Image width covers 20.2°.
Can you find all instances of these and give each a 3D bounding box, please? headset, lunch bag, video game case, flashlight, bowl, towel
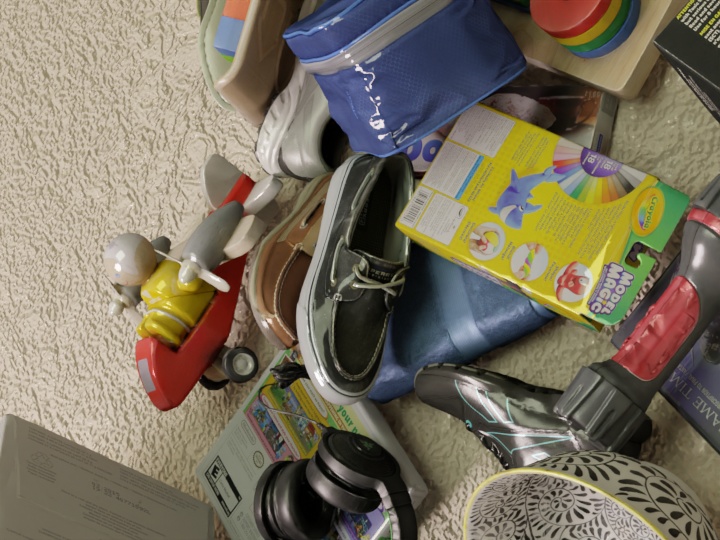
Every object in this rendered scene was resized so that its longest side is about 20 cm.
[{"bbox_3d":[-0.020,0.161,1.541,0.123,0.094,0.200,-33,73,33],"label":"headset"},{"bbox_3d":[0.025,-0.177,1.535,0.136,0.133,0.200,-33,11,-8],"label":"lunch bag"},{"bbox_3d":[-0.044,0.168,1.616,0.182,0.022,0.200,-55,47,24],"label":"video game case"},{"bbox_3d":[0.209,0.030,1.375,0.068,0.068,0.200,39,87,6],"label":"flashlight"},{"bbox_3d":[0.177,0.190,1.356,0.200,0.201,0.094,7,36,43],"label":"bowl"},{"bbox_3d":[0.076,0.021,1.560,0.200,0.048,0.112,-29,58,30],"label":"towel"},{"bbox_3d":[0.278,0.016,1.403,0.200,0.019,0.143,-54,48,15],"label":"video game case"}]

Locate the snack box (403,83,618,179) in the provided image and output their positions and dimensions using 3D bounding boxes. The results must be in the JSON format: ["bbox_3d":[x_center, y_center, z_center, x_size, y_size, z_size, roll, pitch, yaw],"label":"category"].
[{"bbox_3d":[0.110,-0.108,1.590,0.200,0.024,0.072,3,75,42],"label":"snack box"}]

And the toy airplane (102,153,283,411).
[{"bbox_3d":[-0.146,-0.008,1.701,0.200,0.141,0.199,-60,25,27],"label":"toy airplane"}]

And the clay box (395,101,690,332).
[{"bbox_3d":[0.137,-0.037,1.469,0.200,0.048,0.115,28,83,32],"label":"clay box"}]

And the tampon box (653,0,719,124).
[{"bbox_3d":[0.320,-0.113,1.308,0.126,0.150,0.200,-47,49,3],"label":"tampon box"}]

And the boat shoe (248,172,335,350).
[{"bbox_3d":[-0.028,-0.019,1.598,0.072,0.076,0.200,-22,31,36],"label":"boat shoe"}]

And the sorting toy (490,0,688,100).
[{"bbox_3d":[0.169,-0.257,1.544,0.199,0.070,0.200,28,89,45],"label":"sorting toy"}]

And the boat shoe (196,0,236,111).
[{"bbox_3d":[-0.111,-0.235,1.810,0.071,0.061,0.202,-1,80,-5],"label":"boat shoe"}]

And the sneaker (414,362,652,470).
[{"bbox_3d":[0.114,0.117,1.470,0.200,0.075,0.080,14,90,40],"label":"sneaker"}]

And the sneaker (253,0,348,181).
[{"bbox_3d":[-0.019,-0.168,1.704,0.079,0.074,0.201,18,92,32],"label":"sneaker"}]

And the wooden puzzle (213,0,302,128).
[{"bbox_3d":[-0.073,-0.230,1.694,0.046,0.185,0.201,20,86,11],"label":"wooden puzzle"}]

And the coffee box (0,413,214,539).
[{"bbox_3d":[-0.245,0.274,1.594,0.198,0.199,0.200,-56,18,20],"label":"coffee box"}]

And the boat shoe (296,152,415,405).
[{"bbox_3d":[0.000,0.000,1.528,0.071,0.072,0.201,-23,59,59],"label":"boat shoe"}]
